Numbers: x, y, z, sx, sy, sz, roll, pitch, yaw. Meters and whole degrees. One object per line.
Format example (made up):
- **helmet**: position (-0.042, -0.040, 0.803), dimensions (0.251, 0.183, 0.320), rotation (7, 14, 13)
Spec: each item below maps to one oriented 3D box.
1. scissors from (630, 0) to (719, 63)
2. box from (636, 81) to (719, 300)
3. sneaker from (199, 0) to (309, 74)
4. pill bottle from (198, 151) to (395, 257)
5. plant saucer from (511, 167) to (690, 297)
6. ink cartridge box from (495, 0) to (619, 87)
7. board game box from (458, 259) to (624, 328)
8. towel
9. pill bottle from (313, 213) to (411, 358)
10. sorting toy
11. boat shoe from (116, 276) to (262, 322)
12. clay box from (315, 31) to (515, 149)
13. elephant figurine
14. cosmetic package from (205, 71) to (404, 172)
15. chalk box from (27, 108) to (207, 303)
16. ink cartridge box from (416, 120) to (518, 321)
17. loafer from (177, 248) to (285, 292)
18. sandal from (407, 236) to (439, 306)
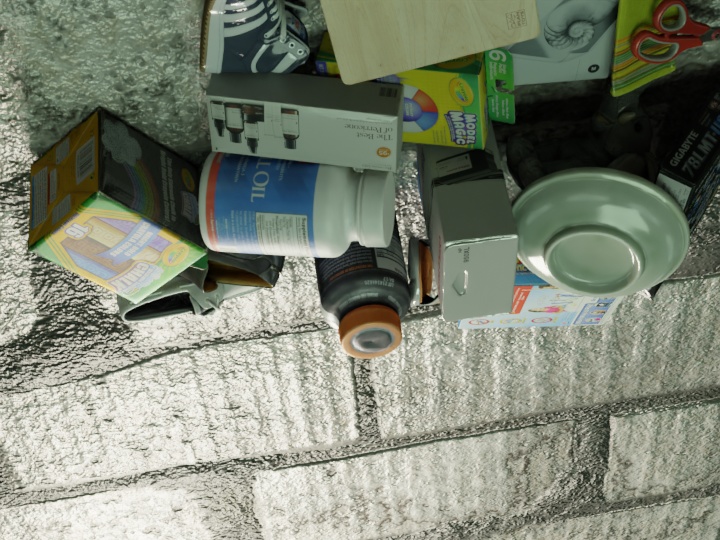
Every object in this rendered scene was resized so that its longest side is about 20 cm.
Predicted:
- **scissors**: position (0.361, -0.244, 1.490), dimensions (0.198, 0.014, 0.074), rotation (2, 124, -40)
- **box**: position (0.372, -0.098, 1.592), dimensions (0.049, 0.200, 0.199), rotation (29, 146, 15)
- **sneaker**: position (-0.094, -0.262, 1.364), dimensions (0.107, 0.071, 0.201), rotation (5, 148, -11)
- **pill bottle**: position (-0.066, -0.072, 1.514), dimensions (0.197, 0.113, 0.113), rotation (3, 144, 10)
- **plant saucer**: position (0.253, -0.025, 1.519), dimensions (0.197, 0.051, 0.201), rotation (8, 141, 7)
- **ink cartridge box**: position (0.173, -0.270, 1.439), dimensions (0.197, 0.041, 0.201), rotation (-6, 142, -5)
- **board game box**: position (0.223, 0.018, 1.747), dimensions (0.193, 0.057, 0.200), rotation (-1, 163, -2)
- **towel**: position (0.295, -0.269, 1.433), dimensions (0.085, 0.018, 0.201), rotation (-29, 142, -21)
- **pill bottle**: position (0.000, 0.000, 1.619), dimensions (0.105, 0.202, 0.107), rotation (-6, 143, -4)
- **sorting toy**: position (0.053, -0.298, 1.322), dimensions (0.196, 0.070, 0.202), rotation (-13, 127, 4)
- **boat shoe**: position (-0.199, 0.025, 1.717), dimensions (0.197, 0.069, 0.072), rotation (-4, 143, -7)
- **clay box**: position (0.059, -0.185, 1.468), dimensions (0.197, 0.048, 0.115), rotation (7, 145, 14)
- **elephant figurine**: position (0.273, -0.129, 1.586), dimensions (0.198, 0.143, 0.155), rotation (-28, 171, -2)
- **cosmetic package**: position (-0.056, -0.155, 1.454), dimensions (0.197, 0.051, 0.083), rotation (7, 142, 6)
- **chalk box**: position (-0.250, -0.058, 1.553), dimensions (0.123, 0.125, 0.199), rotation (-32, 136, 27)
- **ink cartridge box**: position (0.115, -0.067, 1.557), dimensions (0.083, 0.202, 0.145), rotation (-7, 144, -2)
- **loafer**: position (-0.182, -0.010, 1.656), dimensions (0.198, 0.073, 0.073), rotation (-6, 149, 19)
- **sandal**: position (0.091, -0.001, 1.684), dimensions (0.058, 0.080, 0.207), rotation (-1, -178, 7)
